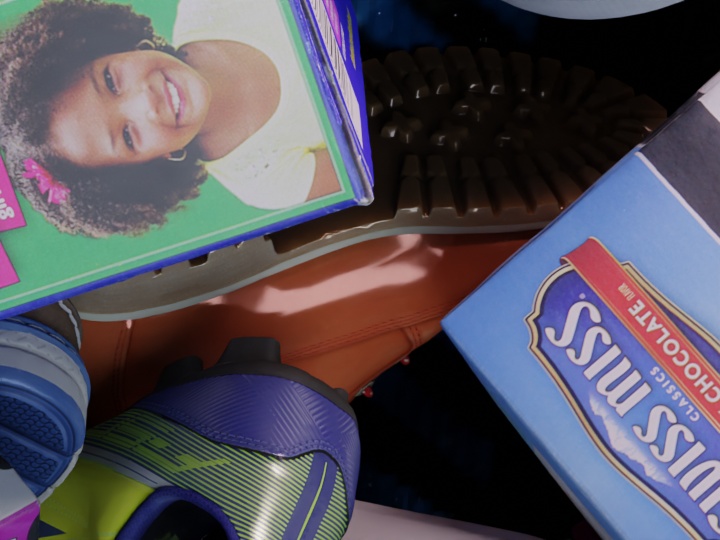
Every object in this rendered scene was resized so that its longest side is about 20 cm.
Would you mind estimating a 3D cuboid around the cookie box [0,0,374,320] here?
[{"bbox_3d":[-0.104,-0.040,0.648,0.200,0.171,0.075,-19,108,4],"label":"cookie box"}]

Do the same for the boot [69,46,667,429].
[{"bbox_3d":[0.000,0.000,0.826,0.200,0.075,0.107,-13,133,-12],"label":"boot"}]

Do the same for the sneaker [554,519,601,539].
[{"bbox_3d":[0.154,0.096,0.957,0.200,0.081,0.088,-31,133,4],"label":"sneaker"}]

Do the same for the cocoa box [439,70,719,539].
[{"bbox_3d":[0.125,0.042,0.812,0.131,0.133,0.200,-40,162,0],"label":"cocoa box"}]

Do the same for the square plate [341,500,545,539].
[{"bbox_3d":[0.047,0.126,0.867,0.200,0.198,0.028,48,61,-39],"label":"square plate"}]

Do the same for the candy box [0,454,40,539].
[{"bbox_3d":[-0.155,0.130,0.712,0.136,0.061,0.200,-29,149,-29],"label":"candy box"}]

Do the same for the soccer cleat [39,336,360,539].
[{"bbox_3d":[-0.080,0.085,0.785,0.065,0.084,0.200,35,137,-29],"label":"soccer cleat"}]

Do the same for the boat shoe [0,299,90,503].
[{"bbox_3d":[-0.141,0.057,0.782,0.072,0.072,0.200,34,129,-31],"label":"boat shoe"}]

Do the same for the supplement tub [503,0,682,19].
[{"bbox_3d":[0.033,-0.156,0.657,0.140,0.140,0.200,-40,149,4],"label":"supplement tub"}]
